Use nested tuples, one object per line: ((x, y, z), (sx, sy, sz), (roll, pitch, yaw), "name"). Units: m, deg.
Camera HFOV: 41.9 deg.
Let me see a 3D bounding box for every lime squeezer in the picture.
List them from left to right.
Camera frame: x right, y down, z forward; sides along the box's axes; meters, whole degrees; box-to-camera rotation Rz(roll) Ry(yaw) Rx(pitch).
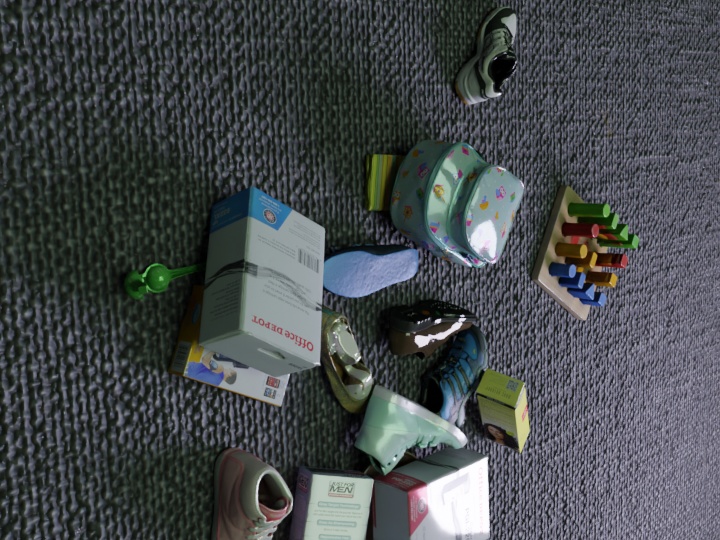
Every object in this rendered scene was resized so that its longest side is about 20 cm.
((-0.246, 0.007, 1.153), (0.038, 0.070, 0.200), (64, 18, -1), "lime squeezer")

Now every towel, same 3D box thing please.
((0.079, -0.139, 1.501), (0.199, 0.018, 0.087), (-4, 102, -46), "towel")

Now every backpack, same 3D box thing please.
((0.148, -0.108, 1.463), (0.199, 0.153, 0.178), (26, 85, -39), "backpack")

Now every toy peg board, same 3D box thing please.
((0.446, -0.030, 1.824), (0.199, 0.097, 0.201), (34, 70, -41), "toy peg board")

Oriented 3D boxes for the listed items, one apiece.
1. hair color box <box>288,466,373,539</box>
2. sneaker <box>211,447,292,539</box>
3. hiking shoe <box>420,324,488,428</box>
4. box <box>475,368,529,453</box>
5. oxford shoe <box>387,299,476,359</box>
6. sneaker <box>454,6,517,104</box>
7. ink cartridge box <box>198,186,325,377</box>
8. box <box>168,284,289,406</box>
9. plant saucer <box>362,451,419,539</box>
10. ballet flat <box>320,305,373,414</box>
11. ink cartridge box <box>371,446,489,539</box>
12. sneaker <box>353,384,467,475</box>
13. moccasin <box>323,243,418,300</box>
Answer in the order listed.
((-0.049, 0.393, 1.365), (0.098, 0.061, 0.203), (9, 87, -22), "hair color box")
((-0.142, 0.345, 1.258), (0.075, 0.104, 0.203), (-11, 103, -46), "sneaker")
((0.153, 0.179, 1.561), (0.086, 0.074, 0.202), (32, 71, -43), "hiking shoe")
((0.247, 0.244, 1.612), (0.050, 0.075, 0.201), (-59, 153, -25), "box")
((0.112, 0.097, 1.528), (0.198, 0.072, 0.086), (-7, 115, -43), "oxford shoe")
((0.237, -0.363, 1.589), (0.076, 0.087, 0.202), (41, 64, -37), "sneaker")
((-0.124, 0.018, 1.216), (0.145, 0.083, 0.202), (30, 52, -44), "ink cartridge box")
((-0.155, 0.107, 1.268), (0.199, 0.041, 0.121), (25, 76, -41), "box")
((0.036, 0.383, 1.490), (0.199, 0.036, 0.203), (-6, 98, -46), "plant saucer")
((-0.018, 0.139, 1.391), (0.071, 0.070, 0.202), (-44, 123, -33), "ballet flat")
((0.115, 0.378, 1.486), (0.199, 0.084, 0.148), (-12, 102, -46), "ink cartridge box")
((0.073, 0.266, 1.459), (0.199, 0.074, 0.119), (30, 84, -32), "sneaker")
((0.000, 0.000, 1.398), (0.198, 0.068, 0.082), (-3, 103, -44), "moccasin")
